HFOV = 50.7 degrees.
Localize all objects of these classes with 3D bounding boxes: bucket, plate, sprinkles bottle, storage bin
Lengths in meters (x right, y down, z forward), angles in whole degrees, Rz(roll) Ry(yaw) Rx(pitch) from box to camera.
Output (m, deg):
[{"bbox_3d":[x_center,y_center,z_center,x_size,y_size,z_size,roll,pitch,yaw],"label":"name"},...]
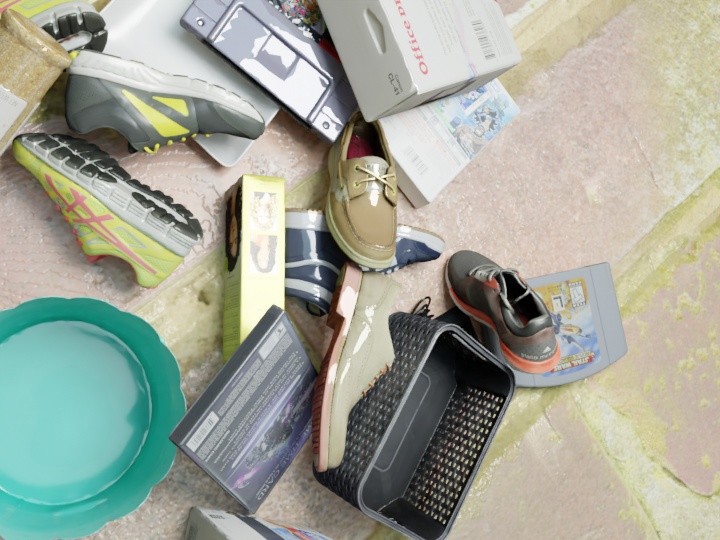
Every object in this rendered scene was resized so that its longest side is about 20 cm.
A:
[{"bbox_3d":[-0.262,0.124,0.667,0.203,0.134,0.212,3,81,-23],"label":"bucket"},{"bbox_3d":[-0.154,-0.246,0.807,0.199,0.032,0.201,41,78,-13],"label":"plate"},{"bbox_3d":[-0.340,-0.129,0.667,0.068,0.068,0.201,39,96,-12],"label":"sprinkles bottle"},{"bbox_3d":[0.057,0.161,0.791,0.134,0.093,0.203,36,75,-30],"label":"storage bin"}]

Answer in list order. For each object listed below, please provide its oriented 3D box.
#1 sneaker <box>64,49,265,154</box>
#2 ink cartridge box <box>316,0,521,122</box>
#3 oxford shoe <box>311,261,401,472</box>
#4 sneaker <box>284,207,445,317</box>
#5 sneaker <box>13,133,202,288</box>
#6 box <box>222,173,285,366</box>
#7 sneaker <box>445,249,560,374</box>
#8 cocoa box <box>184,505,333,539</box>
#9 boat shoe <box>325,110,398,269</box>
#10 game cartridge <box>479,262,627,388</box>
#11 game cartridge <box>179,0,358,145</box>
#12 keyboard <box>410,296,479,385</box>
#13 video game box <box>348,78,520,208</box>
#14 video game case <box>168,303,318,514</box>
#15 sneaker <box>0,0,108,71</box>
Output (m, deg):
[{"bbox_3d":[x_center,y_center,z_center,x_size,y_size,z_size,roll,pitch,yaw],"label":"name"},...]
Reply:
[{"bbox_3d":[-0.192,-0.151,0.746,0.196,0.074,0.086,13,98,-19],"label":"sneaker"},{"bbox_3d":[0.066,-0.257,0.805,0.198,0.085,0.150,-25,93,-42],"label":"ink cartridge box"},{"bbox_3d":[-0.002,0.095,0.735,0.072,0.071,0.204,14,78,-10],"label":"oxford shoe"},{"bbox_3d":[0.000,0.000,0.829,0.196,0.070,0.111,8,85,-25],"label":"sneaker"},{"bbox_3d":[-0.253,-0.055,0.722,0.198,0.078,0.091,35,107,2],"label":"sneaker"},{"bbox_3d":[-0.110,0.010,0.780,0.049,0.075,0.205,2,80,-23],"label":"box"},{"bbox_3d":[0.156,0.021,0.827,0.076,0.201,0.083,-20,129,-14],"label":"sneaker"},{"bbox_3d":[-0.087,0.301,0.678,0.129,0.199,0.136,15,76,-19],"label":"cocoa box"},{"bbox_3d":[0.004,-0.090,0.782,0.072,0.067,0.203,8,44,-21],"label":"boat shoe"},{"bbox_3d":[0.241,0.071,0.936,0.196,0.041,0.136,-11,83,-23],"label":"game cartridge"},{"bbox_3d":[-0.074,-0.247,0.801,0.199,0.038,0.131,36,82,-16],"label":"game cartridge"},{"bbox_3d":[0.054,0.104,0.852,0.198,0.039,0.106,-29,95,-24],"label":"keyboard"},{"bbox_3d":[0.070,-0.210,0.899,0.182,0.047,0.201,-43,99,-20],"label":"video game box"},{"bbox_3d":[-0.093,0.139,0.719,0.019,0.201,0.144,27,67,26],"label":"video game case"},{"bbox_3d":[-0.346,-0.219,0.723,0.197,0.079,0.091,-23,62,-16],"label":"sneaker"}]
